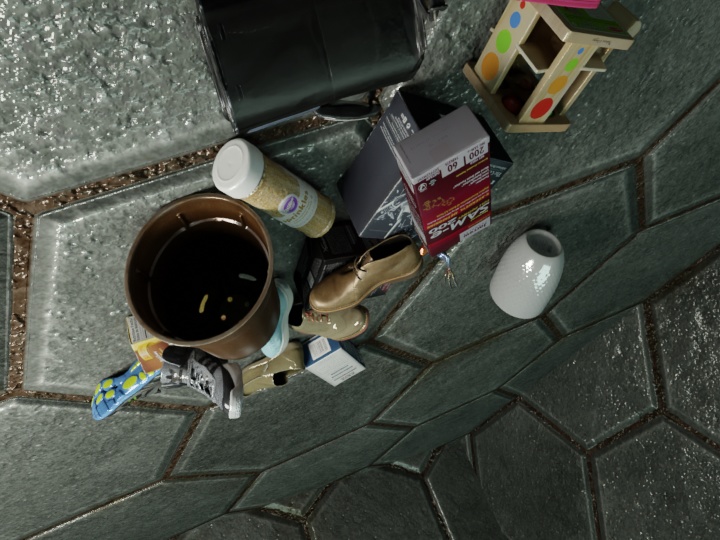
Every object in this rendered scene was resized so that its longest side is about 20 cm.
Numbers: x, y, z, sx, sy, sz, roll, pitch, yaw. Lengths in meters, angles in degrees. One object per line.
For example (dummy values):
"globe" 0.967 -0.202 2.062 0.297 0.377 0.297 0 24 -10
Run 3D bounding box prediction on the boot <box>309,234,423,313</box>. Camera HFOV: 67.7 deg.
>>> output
"boot" 0.000 0.000 0.838 0.195 0.075 0.076 -26 150 6

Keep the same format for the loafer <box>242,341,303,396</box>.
"loafer" -0.206 0.235 1.213 0.198 0.069 0.075 -38 150 18

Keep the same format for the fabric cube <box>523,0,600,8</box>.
"fabric cube" 0.119 -0.352 0.398 0.194 0.201 0.202 -9 148 -27

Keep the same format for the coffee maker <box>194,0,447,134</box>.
"coffee maker" -0.049 -0.220 0.500 0.194 0.139 0.192 -20 176 -10

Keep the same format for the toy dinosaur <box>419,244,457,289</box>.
"toy dinosaur" 0.152 -0.075 1.047 0.177 0.106 0.203 -22 116 20

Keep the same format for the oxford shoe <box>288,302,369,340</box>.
"oxford shoe" -0.074 0.093 1.016 0.194 0.073 0.074 -7 164 34

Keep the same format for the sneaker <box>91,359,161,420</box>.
"sneaker" -0.421 0.221 1.005 0.196 0.072 0.083 -34 145 6

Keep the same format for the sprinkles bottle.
"sprinkles bottle" -0.111 -0.107 0.738 0.067 0.070 0.198 -35 151 18

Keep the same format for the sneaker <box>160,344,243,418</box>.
"sneaker" -0.253 0.171 0.841 0.110 0.199 0.078 0 110 -28

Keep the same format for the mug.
"mug" 0.412 -0.017 1.274 0.200 0.145 0.179 -44 158 -36

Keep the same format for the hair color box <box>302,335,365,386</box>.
"hair color box" -0.065 0.212 1.303 0.098 0.062 0.201 -29 151 5

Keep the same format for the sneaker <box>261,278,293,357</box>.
"sneaker" -0.179 0.104 0.997 0.082 0.073 0.204 -39 153 -40

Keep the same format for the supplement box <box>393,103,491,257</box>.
"supplement box" 0.115 -0.109 0.716 0.106 0.062 0.201 -28 151 1

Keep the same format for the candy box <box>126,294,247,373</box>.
"candy box" -0.294 0.104 0.940 0.193 0.058 0.118 -15 150 -18

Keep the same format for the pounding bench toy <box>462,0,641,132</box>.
"pounding bench toy" 0.263 -0.277 0.717 0.194 0.127 0.158 -9 148 -29

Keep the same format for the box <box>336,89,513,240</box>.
"box" 0.096 -0.145 0.814 0.195 0.106 0.183 0 143 -39

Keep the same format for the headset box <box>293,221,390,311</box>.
"headset box" -0.009 -0.014 0.967 0.194 0.077 0.150 -10 147 -28

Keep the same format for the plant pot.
"plant pot" -0.202 0.032 0.771 0.194 0.205 0.200 -22 159 -7
